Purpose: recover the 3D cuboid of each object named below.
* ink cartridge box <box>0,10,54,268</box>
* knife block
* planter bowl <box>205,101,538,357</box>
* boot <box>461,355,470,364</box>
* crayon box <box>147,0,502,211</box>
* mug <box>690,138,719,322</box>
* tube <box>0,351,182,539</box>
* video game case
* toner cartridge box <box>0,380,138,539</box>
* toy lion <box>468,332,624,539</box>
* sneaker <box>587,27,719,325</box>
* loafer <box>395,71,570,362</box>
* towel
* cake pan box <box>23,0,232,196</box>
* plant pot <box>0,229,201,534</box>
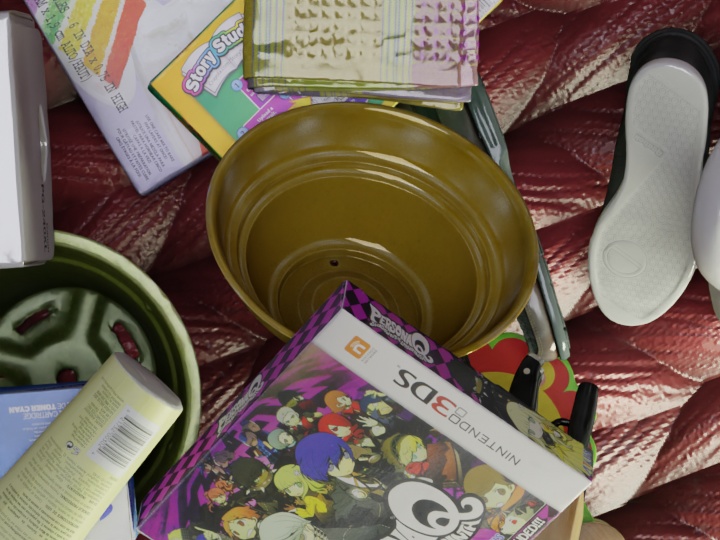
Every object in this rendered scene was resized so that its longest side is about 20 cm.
[{"bbox_3d":[-0.281,-0.069,1.421,0.199,0.083,0.146,-4,91,3],"label":"ink cartridge box"},{"bbox_3d":[0.098,0.155,1.514,0.064,0.200,0.176,10,111,10],"label":"knife block"},{"bbox_3d":[0.000,0.000,1.500,0.199,0.084,0.201,7,50,-9],"label":"planter bowl"},{"bbox_3d":[-0.026,0.111,1.548,0.199,0.188,0.069,-29,117,10],"label":"boot"},{"bbox_3d":[-0.022,-0.142,1.570,0.200,0.058,0.119,-44,93,0],"label":"crayon box"},{"bbox_3d":[0.273,-0.040,1.559,0.147,0.200,0.176,25,105,41],"label":"mug"},{"bbox_3d":[-0.181,0.135,1.402,0.200,0.052,0.058,-51,51,5],"label":"tube"},{"bbox_3d":[0.002,0.125,1.430,0.181,0.036,0.200,35,118,-16],"label":"video game case"},{"bbox_3d":[-0.232,0.117,1.443,0.199,0.043,0.096,-5,94,0],"label":"toner cartridge box"},{"bbox_3d":[0.071,0.146,1.630,0.199,0.069,0.192,-31,85,1],"label":"toy lion"},{"bbox_3d":[0.194,-0.065,1.617,0.070,0.099,0.201,12,123,9],"label":"sneaker"},{"bbox_3d":[0.078,-0.030,1.615,0.063,0.072,0.201,-18,81,1],"label":"loafer"},{"bbox_3d":[0.002,-0.199,1.526,0.143,0.023,0.201,1,87,-2],"label":"towel"},{"bbox_3d":[-0.114,-0.178,1.620,0.184,0.052,0.201,-29,92,-2],"label":"cake pan box"},{"bbox_3d":[-0.193,0.073,1.558,0.199,0.190,0.201,0,92,-1],"label":"plant pot"}]
